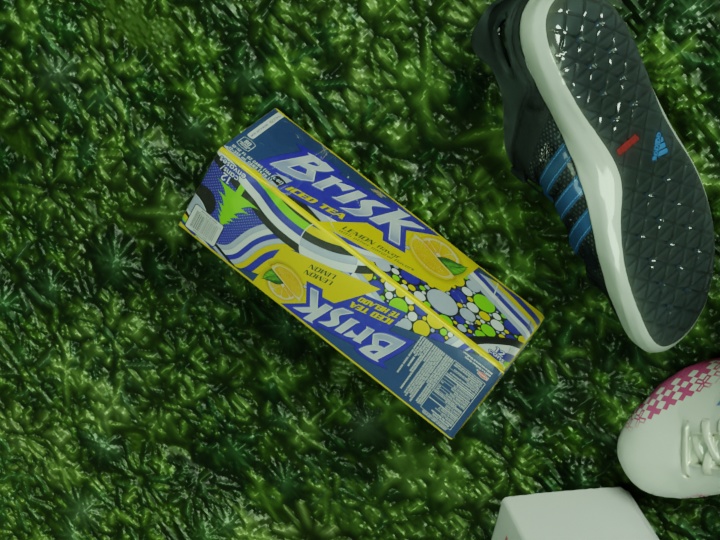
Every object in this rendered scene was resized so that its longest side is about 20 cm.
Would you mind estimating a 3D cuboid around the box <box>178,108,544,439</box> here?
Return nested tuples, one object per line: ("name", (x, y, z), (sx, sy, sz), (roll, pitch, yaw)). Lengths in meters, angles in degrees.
("box", (0.000, 0.000, 0.883), (0.200, 0.070, 0.064), (38, 126, 6))

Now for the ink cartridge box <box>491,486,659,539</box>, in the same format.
("ink cartridge box", (0.134, 0.239, 0.857), (0.087, 0.200, 0.146), (0, 124, -18))

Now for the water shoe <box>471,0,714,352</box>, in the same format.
("water shoe", (0.122, -0.053, 0.804), (0.079, 0.071, 0.201), (9, 125, 57))

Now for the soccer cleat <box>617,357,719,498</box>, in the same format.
("soccer cleat", (0.207, 0.079, 0.802), (0.200, 0.086, 0.070), (-28, 100, 37))
